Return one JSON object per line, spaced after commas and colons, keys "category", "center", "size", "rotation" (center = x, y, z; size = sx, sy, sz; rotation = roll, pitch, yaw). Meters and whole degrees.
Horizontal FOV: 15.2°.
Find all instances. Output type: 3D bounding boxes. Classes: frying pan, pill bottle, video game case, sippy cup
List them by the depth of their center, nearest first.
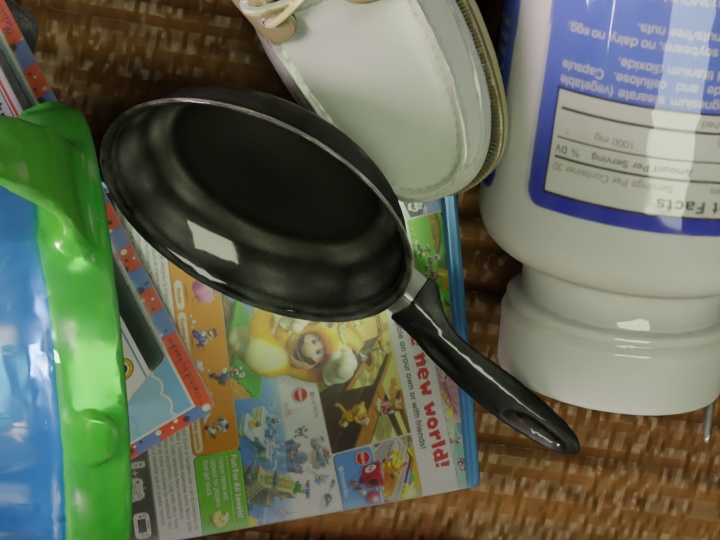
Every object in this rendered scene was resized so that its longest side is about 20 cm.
{"category": "sippy cup", "center": [-0.140, 0.024, 0.800], "size": [0.129, 0.140, 0.179], "rotation": [-6, 110, -11]}
{"category": "frying pan", "center": [0.001, -0.009, 0.907], "size": [0.189, 0.115, 0.031], "rotation": [22, 59, 4]}
{"category": "pill bottle", "center": [0.101, -0.058, 0.935], "size": [0.111, 0.112, 0.201], "rotation": [2, 108, -14]}
{"category": "video game case", "center": [-0.059, 0.028, 0.978], "size": [0.199, 0.018, 0.144], "rotation": [-9, 109, -10]}

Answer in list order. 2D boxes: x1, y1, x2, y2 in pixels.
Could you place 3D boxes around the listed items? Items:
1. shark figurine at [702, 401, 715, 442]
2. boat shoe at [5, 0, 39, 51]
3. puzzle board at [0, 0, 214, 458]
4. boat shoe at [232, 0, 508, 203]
{"category": "shark figurine", "center": [0.216, -0.017, 0.985], "size": [0.213, 0.090, 0.129], "rotation": [-14, 99, 2]}
{"category": "boat shoe", "center": [-0.201, -0.101, 0.879], "size": [0.199, 0.072, 0.068], "rotation": [23, 68, -5]}
{"category": "puzzle board", "center": [-0.148, 0.012, 0.872], "size": [0.150, 0.017, 0.201], "rotation": [-30, 126, -7]}
{"category": "boat shoe", "center": [-0.021, -0.107, 0.888], "size": [0.074, 0.068, 0.201], "rotation": [-28, 97, 23]}
